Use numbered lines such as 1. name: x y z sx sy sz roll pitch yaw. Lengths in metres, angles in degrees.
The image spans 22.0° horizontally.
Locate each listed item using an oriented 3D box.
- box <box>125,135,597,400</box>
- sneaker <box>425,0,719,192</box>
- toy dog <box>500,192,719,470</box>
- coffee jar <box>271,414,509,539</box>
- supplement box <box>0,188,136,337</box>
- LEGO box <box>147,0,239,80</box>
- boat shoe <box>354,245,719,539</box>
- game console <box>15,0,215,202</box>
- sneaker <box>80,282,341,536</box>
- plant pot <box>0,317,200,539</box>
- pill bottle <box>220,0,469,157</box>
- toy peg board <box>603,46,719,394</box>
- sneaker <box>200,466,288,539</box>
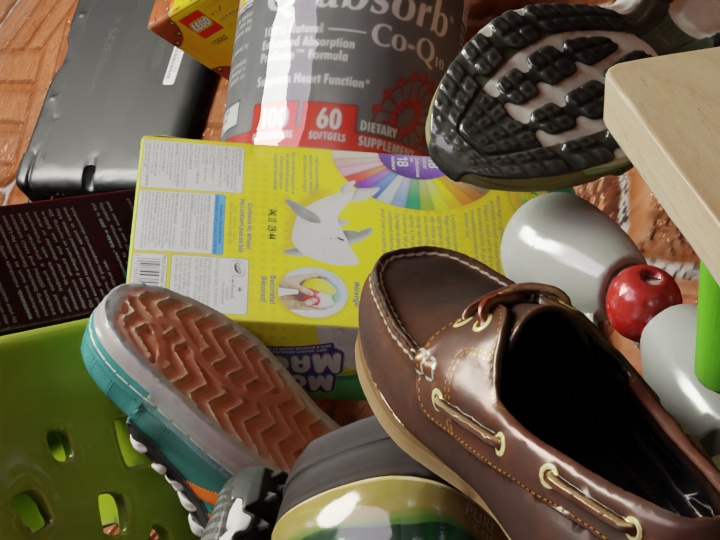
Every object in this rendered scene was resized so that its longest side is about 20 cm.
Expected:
1. box: 0.000 0.000 0.799 0.118 0.197 0.049 -91 5 -47
2. sneaker: 0.092 -0.057 0.733 0.077 0.199 0.089 47 134 19
3. toy dog: 0.118 0.057 0.638 0.201 0.130 0.097 -102 11 -55
4. coffee jar: 0.012 0.147 0.584 0.085 0.104 0.201 -21 39 29
5. supplement box: -0.155 0.016 0.847 0.108 0.199 0.061 -34 77 36
6. LEGO box: -0.027 -0.218 1.109 0.199 0.077 0.150 -21 48 48
7. boat shoe: 0.056 0.041 0.560 0.200 0.070 0.071 48 146 49
8. game console: -0.158 -0.115 1.278 0.174 0.117 0.202 2 62 23
9. sneaker: -0.044 0.090 0.741 0.080 0.200 0.072 -39 22 26
10. plant pot: -0.139 0.140 0.827 0.199 0.198 0.183 -34 76 37
11. pill bottle: -0.004 -0.123 0.918 0.115 0.115 0.202 -13 66 51
12. toy peg board: 0.191 0.015 0.518 0.201 0.197 0.099 -113 17 -54
13. sneaker: -0.063 0.161 0.634 0.090 0.066 0.202 -12 55 27
